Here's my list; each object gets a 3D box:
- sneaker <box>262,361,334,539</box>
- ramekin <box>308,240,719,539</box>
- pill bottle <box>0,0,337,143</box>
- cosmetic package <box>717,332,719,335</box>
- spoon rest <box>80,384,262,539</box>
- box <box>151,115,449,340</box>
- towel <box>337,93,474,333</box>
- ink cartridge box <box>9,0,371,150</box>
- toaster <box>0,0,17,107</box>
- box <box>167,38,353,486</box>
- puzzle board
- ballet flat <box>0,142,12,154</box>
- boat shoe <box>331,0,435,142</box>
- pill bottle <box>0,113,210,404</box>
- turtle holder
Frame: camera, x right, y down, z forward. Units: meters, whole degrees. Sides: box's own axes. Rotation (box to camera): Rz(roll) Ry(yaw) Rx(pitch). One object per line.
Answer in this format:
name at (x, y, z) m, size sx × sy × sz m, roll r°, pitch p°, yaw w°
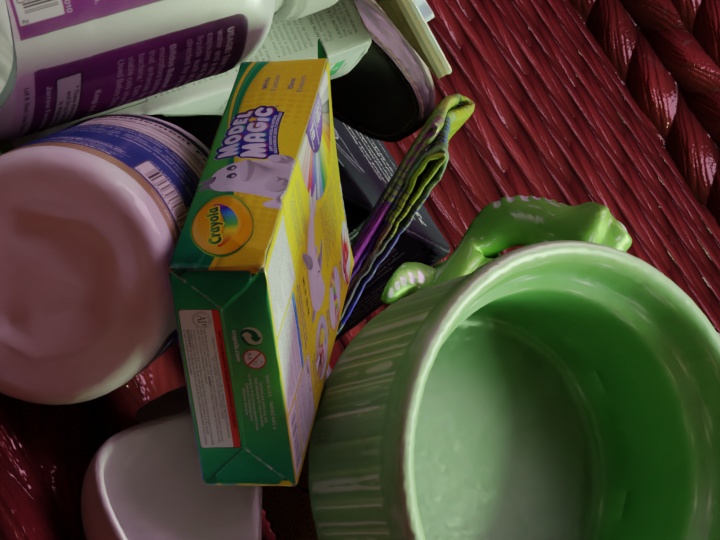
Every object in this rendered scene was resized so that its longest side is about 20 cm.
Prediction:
sneaker at (0.023, 0.118, 1.245) m, size 0.112 × 0.071 × 0.200 m, roll -21°, pitch 93°, yaw -37°
ramekin at (0.073, 0.091, 1.178) m, size 0.200 × 0.200 × 0.098 m, roll 48°, pitch -29°, yaw -19°
pill bottle at (-0.111, -0.136, 1.228) m, size 0.112 × 0.200 × 0.112 m, roll 45°, pitch -35°, yaw 44°
cosmetic package at (0.141, 0.119, 1.460) m, size 0.052 × 0.151 × 0.200 m, roll 29°, pitch 21°, yaw 10°
spoon rest at (-0.077, 0.095, 1.151) m, size 0.099 × 0.061 × 0.200 m, roll 47°, pitch 13°, yaw -14°
box at (-0.058, -0.056, 1.505) m, size 0.148 × 0.104 × 0.200 m, roll 58°, pitch 15°, yaw 25°
towel at (0.000, 0.000, 1.387) m, size 0.023 × 0.200 × 0.144 m, roll 31°, pitch 13°, yaw -1°
ink cartridge box at (-0.116, -0.148, 1.318) m, size 0.161 × 0.200 × 0.050 m, roll 65°, pitch -23°, yaw 12°
toaster at (-0.228, -0.145, 1.093) m, size 0.129 × 0.113 × 0.200 m, roll 46°, pitch 22°, yaw -61°
box at (-0.039, -0.010, 1.168) m, size 0.200 × 0.048 × 0.118 m, roll -72°, pitch 160°, yaw -55°
puzzle board at (-0.019, -0.203, 1.304) m, size 0.200 × 0.017 × 0.151 m, roll 60°, pitch -1°, yaw -35°
ballet flat at (-0.145, -0.051, 1.322) m, size 0.200 × 0.067 × 0.046 m, roll 42°, pitch 48°, yaw -35°
boat shoe at (-0.046, -0.137, 1.410) m, size 0.200 × 0.075 × 0.073 m, roll 41°, pitch 29°, yaw -4°
pill bottle at (-0.116, -0.012, 1.186) m, size 0.111 × 0.111 × 0.200 m, roll 52°, pitch 13°, yaw -2°
turtle holder at (0.079, 0.051, 1.490) m, size 0.132 × 0.186 × 0.141 m, roll 29°, pitch -17°, yaw 12°
